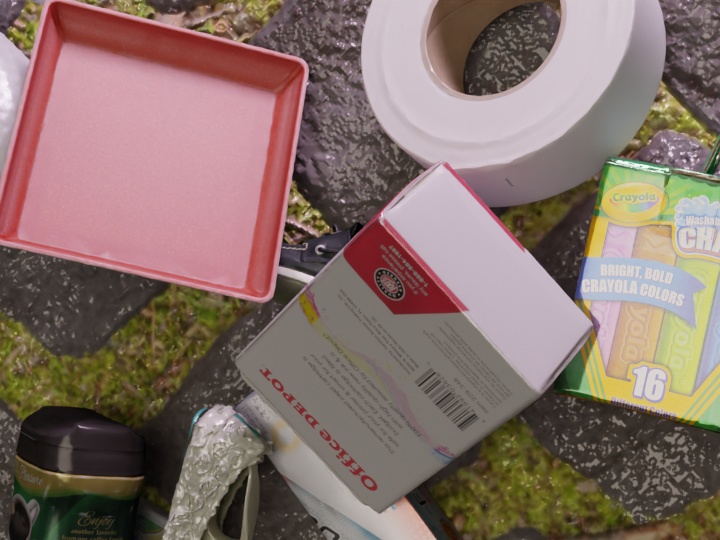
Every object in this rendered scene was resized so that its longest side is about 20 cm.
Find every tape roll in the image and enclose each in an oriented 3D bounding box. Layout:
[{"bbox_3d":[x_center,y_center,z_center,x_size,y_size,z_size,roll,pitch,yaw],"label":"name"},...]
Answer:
[{"bbox_3d":[0.101,-0.149,1.090,0.201,0.071,0.205,-10,68,25],"label":"tape roll"}]

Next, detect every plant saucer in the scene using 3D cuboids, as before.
[{"bbox_3d":[-0.147,-0.081,1.146,0.198,0.037,0.202,13,63,-10],"label":"plant saucer"}]

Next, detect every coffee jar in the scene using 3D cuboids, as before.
[{"bbox_3d":[-0.210,0.201,1.165,0.085,0.104,0.202,7,91,-29],"label":"coffee jar"}]

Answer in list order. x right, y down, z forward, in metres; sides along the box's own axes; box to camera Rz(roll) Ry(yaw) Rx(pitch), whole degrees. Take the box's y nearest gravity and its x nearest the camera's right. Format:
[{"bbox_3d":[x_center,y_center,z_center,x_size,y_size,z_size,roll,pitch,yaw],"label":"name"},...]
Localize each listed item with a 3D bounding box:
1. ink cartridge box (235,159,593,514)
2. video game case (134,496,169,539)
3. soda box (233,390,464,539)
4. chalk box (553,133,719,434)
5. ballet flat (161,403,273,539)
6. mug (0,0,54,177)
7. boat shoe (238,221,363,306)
[{"bbox_3d":[0.030,0.047,1.042,0.148,0.086,0.200,47,138,-1],"label":"ink cartridge box"},{"bbox_3d":[-0.154,0.281,1.212,0.199,0.023,0.183,27,96,14],"label":"video game case"},{"bbox_3d":[-0.001,0.155,1.150,0.068,0.064,0.201,-39,78,11],"label":"soda box"},{"bbox_3d":[0.212,-0.006,1.063,0.123,0.124,0.202,12,91,15],"label":"chalk box"},{"bbox_3d":[-0.112,0.193,1.141,0.071,0.072,0.202,23,109,15],"label":"ballet flat"},{"bbox_3d":[-0.286,-0.130,1.205,0.175,0.148,0.200,37,75,8],"label":"mug"},{"bbox_3d":[-0.001,-0.001,1.152,0.198,0.075,0.067,11,70,29],"label":"boat shoe"}]
